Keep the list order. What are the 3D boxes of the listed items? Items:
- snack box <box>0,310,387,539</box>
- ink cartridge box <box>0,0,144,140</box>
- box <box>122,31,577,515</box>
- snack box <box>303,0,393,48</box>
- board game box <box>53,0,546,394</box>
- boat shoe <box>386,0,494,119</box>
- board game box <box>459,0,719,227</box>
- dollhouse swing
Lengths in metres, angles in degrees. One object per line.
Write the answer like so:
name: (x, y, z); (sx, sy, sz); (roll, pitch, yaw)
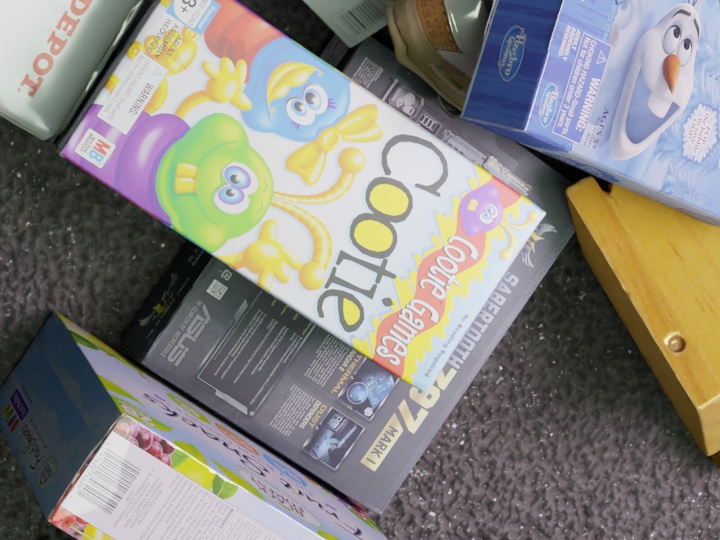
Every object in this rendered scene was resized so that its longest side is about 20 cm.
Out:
snack box: (-0.070, 0.116, 1.284); (0.200, 0.169, 0.068); (33, 94, -22)
ink cartridge box: (-0.193, -0.172, 1.213); (0.200, 0.083, 0.147); (32, 93, -22)
box: (0.000, 0.000, 1.339); (0.158, 0.051, 0.200); (33, 92, -22)
snack box: (0.041, -0.197, 1.229); (0.200, 0.037, 0.116); (-32, 136, 15)
board game box: (-0.031, -0.044, 1.236); (0.200, 0.103, 0.105); (33, 91, -10)
boat shoe: (0.064, -0.109, 1.278); (0.068, 0.200, 0.075); (-14, 74, 13)
board game box: (0.148, -0.135, 1.217); (0.199, 0.043, 0.200); (18, 88, -48)
dollhouse swing: (0.227, -0.010, 1.386); (0.200, 0.176, 0.182); (-31, 83, -3)
